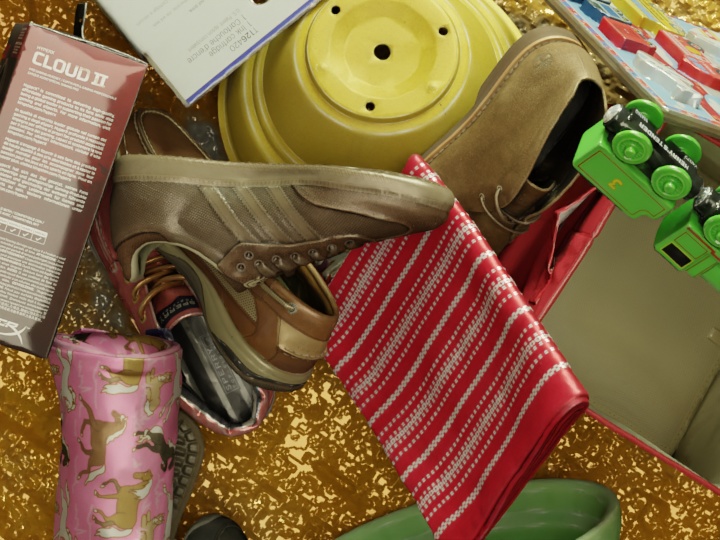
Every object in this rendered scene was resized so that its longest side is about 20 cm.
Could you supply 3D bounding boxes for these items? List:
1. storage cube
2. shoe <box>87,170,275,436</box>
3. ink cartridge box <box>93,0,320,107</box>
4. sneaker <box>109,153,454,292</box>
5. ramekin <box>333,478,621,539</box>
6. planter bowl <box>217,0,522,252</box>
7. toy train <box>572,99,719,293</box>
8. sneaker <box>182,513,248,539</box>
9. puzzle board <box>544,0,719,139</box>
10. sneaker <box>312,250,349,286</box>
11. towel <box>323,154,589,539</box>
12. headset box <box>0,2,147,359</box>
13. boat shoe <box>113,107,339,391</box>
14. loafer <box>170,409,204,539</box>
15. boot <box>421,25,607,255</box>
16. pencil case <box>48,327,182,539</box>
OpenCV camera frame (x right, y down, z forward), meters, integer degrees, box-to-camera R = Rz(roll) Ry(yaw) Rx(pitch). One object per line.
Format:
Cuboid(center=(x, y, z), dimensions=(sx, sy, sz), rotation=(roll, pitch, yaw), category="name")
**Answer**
Cuboid(center=(0.184, 0.015, 1.576), dimensions=(0.200, 0.180, 0.171), rotation=(32, 90, -11), category="storage cube")
Cuboid(center=(-0.113, 0.011, 1.617), dimensions=(0.071, 0.091, 0.200), rotation=(-29, 93, -2), category="shoe")
Cuboid(center=(-0.087, -0.226, 1.609), dimensions=(0.198, 0.047, 0.200), rotation=(-39, 76, -2), category="ink cartridge box")
Cuboid(center=(-0.045, -0.024, 1.504), dimensions=(0.200, 0.070, 0.076), rotation=(5, 91, 15), category="sneaker")
Cuboid(center=(0.069, 0.205, 1.583), dimensions=(0.200, 0.200, 0.098), rotation=(-16, 100, -2), category="ramekin")
Cuboid(center=(0.013, -0.117, 1.590), dimensions=(0.200, 0.083, 0.201), rotation=(0, 69, -1), category="planter bowl")
Cuboid(center=(0.198, -0.017, 1.457), dimensions=(0.200, 0.042, 0.056), rotation=(41, 132, -15), category="toy train")
Cuboid(center=(-0.049, 0.240, 1.627), dimensions=(0.079, 0.075, 0.200), rotation=(-14, 101, 36), category="sneaker")
Cuboid(center=(0.195, -0.120, 1.556), dimensions=(0.151, 0.200, 0.017), rotation=(14, 114, -29), category="puzzle board")
Cuboid(center=(0.000, 0.000, 1.623), dimensions=(0.075, 0.090, 0.200), rotation=(-35, 93, -1), category="sneaker")
Cuboid(center=(0.044, 0.052, 1.505), dimensions=(0.145, 0.022, 0.200), rotation=(-56, 50, 31), category="towel")
Cuboid(center=(-0.190, -0.060, 1.547), dimensions=(0.075, 0.149, 0.200), rotation=(19, 92, -12), category="headset box")
Cuboid(center=(-0.073, -0.023, 1.574), dimensions=(0.074, 0.076, 0.200), rotation=(-48, 65, 31), category="boat shoe")
Cuboid(center=(-0.149, 0.173, 1.634), dimensions=(0.076, 0.067, 0.200), rotation=(28, 97, -1), category="loafer")
Cuboid(center=(0.075, -0.043, 1.534), dimensions=(0.074, 0.075, 0.200), rotation=(22, 110, -27), category="boot")
Cuboid(center=(-0.146, 0.134, 1.551), dimensions=(0.083, 0.087, 0.200), rotation=(3, 97, 20), category="pencil case")
